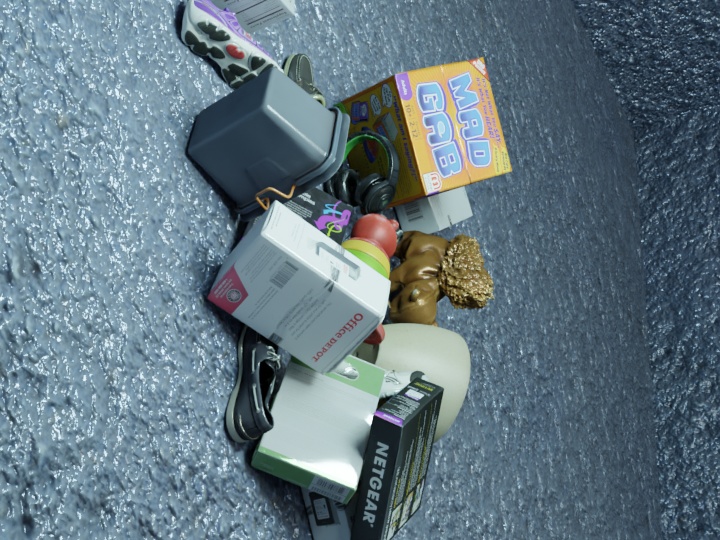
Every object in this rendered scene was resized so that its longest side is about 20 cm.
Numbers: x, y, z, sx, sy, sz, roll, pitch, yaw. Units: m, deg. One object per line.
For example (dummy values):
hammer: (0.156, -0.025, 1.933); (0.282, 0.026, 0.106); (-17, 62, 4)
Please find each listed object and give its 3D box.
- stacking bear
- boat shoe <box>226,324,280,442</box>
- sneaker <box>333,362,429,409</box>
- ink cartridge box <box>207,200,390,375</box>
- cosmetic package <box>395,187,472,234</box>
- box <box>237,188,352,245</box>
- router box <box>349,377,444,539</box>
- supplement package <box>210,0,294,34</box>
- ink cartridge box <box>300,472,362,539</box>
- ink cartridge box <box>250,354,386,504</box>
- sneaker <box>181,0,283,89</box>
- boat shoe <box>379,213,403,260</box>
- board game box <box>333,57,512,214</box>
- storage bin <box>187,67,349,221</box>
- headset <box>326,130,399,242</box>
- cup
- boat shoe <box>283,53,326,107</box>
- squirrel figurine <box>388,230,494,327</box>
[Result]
stacking bear: (0.000, 0.000, 1.643); (0.114, 0.119, 0.202); (58, 42, -39)
boat shoe: (-0.128, 0.137, 1.435); (0.073, 0.062, 0.203); (50, 36, -39)
sneaker: (0.004, 0.160, 1.563); (0.076, 0.196, 0.089); (110, -32, -64)
ink cartridge box: (-0.079, 0.026, 1.414); (0.199, 0.146, 0.085); (36, 35, -14)
cosmetic package: (0.139, -0.133, 2.064); (0.199, 0.080, 0.115); (-28, 100, -62)
box: (-0.096, -0.051, 1.541); (0.141, 0.036, 0.202); (28, 46, -11)
router box: (0.052, 0.270, 1.487); (0.149, 0.050, 0.204); (-28, 132, -60)
supplement package: (-0.189, -0.453, 1.542); (0.200, 0.108, 0.116); (41, 43, -49)
ink cartridge box: (-0.024, 0.332, 1.541); (0.115, 0.066, 0.204); (-18, 94, -63)
ink cartridge box: (-0.054, 0.202, 1.467); (0.143, 0.048, 0.202); (22, 47, -5)
sneaker: (-0.180, -0.333, 1.545); (0.200, 0.079, 0.085); (39, 38, -49)
boat shoe: (0.025, -0.032, 1.787); (0.060, 0.076, 0.201); (33, 37, 0)
board game box: (0.106, -0.230, 1.838); (0.197, 0.199, 0.204); (-17, 93, -33)
storage bin: (-0.135, -0.171, 1.444); (0.134, 0.198, 0.148); (39, 43, -33)
headset: (-0.008, -0.129, 1.745); (0.093, 0.122, 0.204); (9, 93, -57)
cup: (0.058, 0.165, 1.679); (0.142, 0.200, 0.203); (26, 51, -26)
boat shoe: (-0.085, -0.263, 1.705); (0.072, 0.065, 0.204); (38, 46, -50)
squirrel figurine: (0.129, 0.022, 1.841); (0.188, 0.196, 0.144); (-72, 144, -60)
